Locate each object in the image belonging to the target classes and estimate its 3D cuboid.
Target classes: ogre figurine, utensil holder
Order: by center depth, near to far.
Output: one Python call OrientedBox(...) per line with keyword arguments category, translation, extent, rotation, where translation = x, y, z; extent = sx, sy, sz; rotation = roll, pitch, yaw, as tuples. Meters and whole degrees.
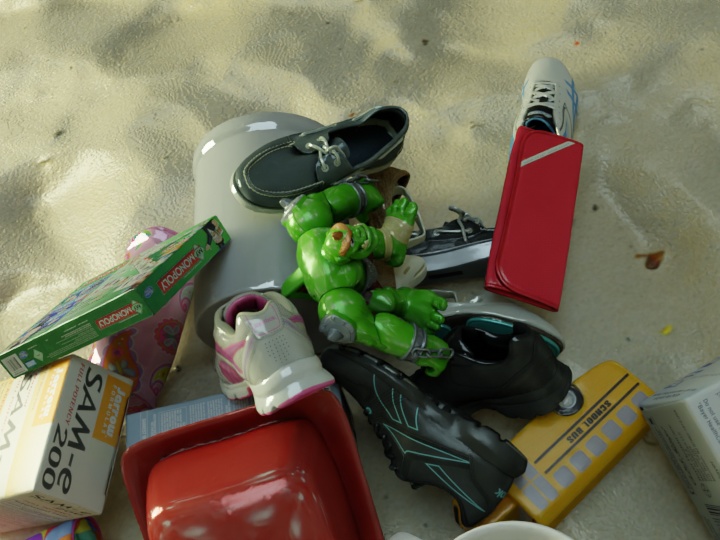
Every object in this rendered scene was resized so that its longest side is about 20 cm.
OrientedBox(category="ogre figurine", translation=(0.000, 0.000, 0.716), extent=(0.119, 0.098, 0.202), rotation=(1, 74, -37))
OrientedBox(category="utensil holder", translation=(-0.089, -0.030, 0.847), extent=(0.168, 0.170, 0.202), rotation=(-8, 60, 4))

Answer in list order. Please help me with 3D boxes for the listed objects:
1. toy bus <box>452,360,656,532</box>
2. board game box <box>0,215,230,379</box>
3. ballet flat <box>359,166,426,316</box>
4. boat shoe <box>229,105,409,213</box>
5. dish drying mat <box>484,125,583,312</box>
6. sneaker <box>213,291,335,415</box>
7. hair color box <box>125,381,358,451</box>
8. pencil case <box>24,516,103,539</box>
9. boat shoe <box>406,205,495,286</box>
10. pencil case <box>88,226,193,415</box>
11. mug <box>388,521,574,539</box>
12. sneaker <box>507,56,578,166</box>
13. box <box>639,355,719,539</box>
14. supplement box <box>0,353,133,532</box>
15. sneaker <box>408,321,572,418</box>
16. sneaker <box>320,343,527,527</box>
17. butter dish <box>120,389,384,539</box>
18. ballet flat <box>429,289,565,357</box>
OrientedBox(category="toy bus", translation=(0.174, 0.169, 0.739), extent=(0.200, 0.065, 0.078), rotation=(-40, 62, -15))
OrientedBox(category="board game box", translation=(-0.225, 0.024, 0.751), extent=(0.199, 0.029, 0.135), rotation=(-22, 18, 32))
OrientedBox(category="ballet flat", translation=(0.030, -0.024, 0.824), extent=(0.072, 0.068, 0.202), rotation=(-1, 59, 2))
OrientedBox(category="boat shoe", translation=(-0.033, -0.113, 0.780), extent=(0.199, 0.062, 0.073), rotation=(-24, 77, -34))
OrientedBox(category="dish drying mat", translation=(0.177, -0.058, 0.826), extent=(0.076, 0.018, 0.201), rotation=(18, 61, -2))
OrientedBox(category="sneaker", translation=(-0.085, 0.058, 0.702), extent=(0.081, 0.200, 0.089), rotation=(-24, 97, -22))
OrientedBox(category="hair color box", translation=(-0.107, 0.159, 0.771), extent=(0.198, 0.099, 0.061), rotation=(-13, 56, 2))
OrientedBox(category="pencil case", translation=(-0.326, 0.292, 0.737), extent=(0.199, 0.089, 0.089), rotation=(-23, 58, -6))
OrientedBox(category="boat shoe", translation=(0.106, -0.029, 0.867), extent=(0.198, 0.074, 0.069), rotation=(-12, 71, 13))
OrientedBox(category="pencil case", translation=(-0.231, 0.053, 0.871), extent=(0.087, 0.088, 0.201), rotation=(2, 58, 11))
OrientedBox(category="mug", translation=(0.097, 0.271, 0.622), extent=(0.199, 0.176, 0.148), rotation=(32, 68, 26))
OrientedBox(category="sneaker", translation=(0.211, -0.175, 0.940), extent=(0.071, 0.073, 0.201), rotation=(5, 58, 14))
OrientedBox(category="box", translation=(0.369, 0.142, 0.667), extent=(0.199, 0.105, 0.185), rotation=(-27, 80, -7))
OrientedBox(category="supplement box", translation=(-0.311, 0.166, 0.765), extent=(0.199, 0.073, 0.127), rotation=(-20, 51, 34))
OrientedBox(category="sneaker", translation=(0.088, 0.094, 0.755), extent=(0.199, 0.091, 0.076), rotation=(-21, 30, 28))
OrientedBox(category="sneaker", translation=(0.039, 0.134, 0.695), extent=(0.199, 0.075, 0.080), rotation=(32, 89, 19))
OrientedBox(category="butter dish", translation=(-0.086, 0.224, 0.655), extent=(0.198, 0.148, 0.201), rotation=(-16, 102, 2))
OrientedBox(category="ballet flat", translation=(0.105, 0.047, 0.829), extent=(0.198, 0.070, 0.070), rotation=(2, 59, 15))
